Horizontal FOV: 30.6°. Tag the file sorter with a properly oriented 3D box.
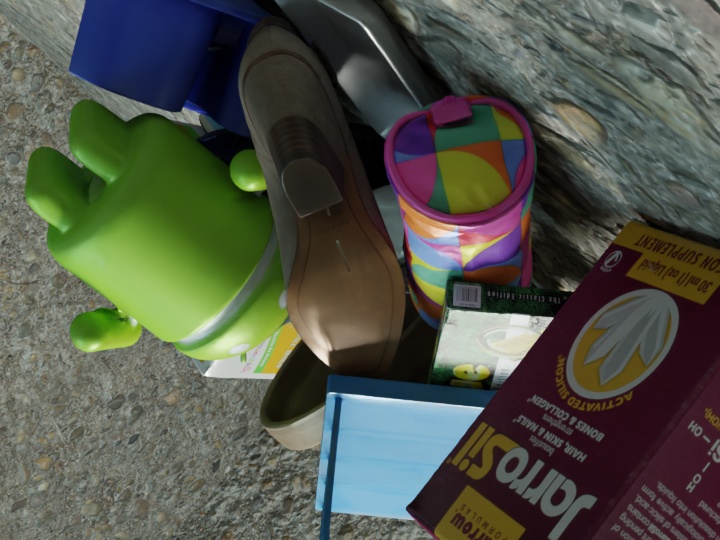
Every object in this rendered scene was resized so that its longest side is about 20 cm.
[{"bbox_3d":[0.039,0.170,0.846,0.138,0.123,0.200,5,149,-1],"label":"file sorter"}]

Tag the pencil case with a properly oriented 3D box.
[{"bbox_3d":[0.060,-0.027,0.762,0.088,0.088,0.200,38,167,16],"label":"pencil case"}]

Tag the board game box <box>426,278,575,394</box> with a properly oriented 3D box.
[{"bbox_3d":[0.093,0.069,0.810,0.104,0.024,0.200,7,149,2],"label":"board game box"}]

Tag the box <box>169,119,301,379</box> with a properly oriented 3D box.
[{"bbox_3d":[-0.110,-0.018,1.092,0.101,0.113,0.200,6,-142,-46],"label":"box"}]

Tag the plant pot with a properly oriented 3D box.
[{"bbox_3d":[0.028,0.070,0.961,0.093,0.201,0.201,46,174,-13],"label":"plant pot"}]

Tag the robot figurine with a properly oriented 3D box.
[{"bbox_3d":[-0.121,-0.021,0.857,0.200,0.175,0.116,40,-169,-27],"label":"robot figurine"}]

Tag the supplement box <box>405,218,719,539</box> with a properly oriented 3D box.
[{"bbox_3d":[0.140,0.090,0.660,0.103,0.200,0.131,41,173,-27],"label":"supplement box"}]

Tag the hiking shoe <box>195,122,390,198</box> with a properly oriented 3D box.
[{"bbox_3d":[-0.064,-0.082,0.975,0.199,0.076,0.101,-5,-154,-20],"label":"hiking shoe"}]

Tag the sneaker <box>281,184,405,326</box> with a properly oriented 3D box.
[{"bbox_3d":[0.000,0.000,0.934,0.075,0.199,0.089,40,-146,-63],"label":"sneaker"}]

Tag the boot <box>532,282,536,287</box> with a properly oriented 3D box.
[{"bbox_3d":[0.149,0.090,1.000,0.186,0.064,0.200,46,-167,-38],"label":"boot"}]

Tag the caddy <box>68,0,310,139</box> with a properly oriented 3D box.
[{"bbox_3d":[-0.114,-0.160,0.892,0.141,0.105,0.200,17,-174,-29],"label":"caddy"}]

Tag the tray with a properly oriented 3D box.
[{"bbox_3d":[0.013,-0.116,0.787,0.107,0.022,0.200,35,173,36],"label":"tray"}]

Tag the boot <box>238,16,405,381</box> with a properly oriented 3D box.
[{"bbox_3d":[-0.024,-0.050,0.793,0.147,0.070,0.201,-103,-1,-50],"label":"boot"}]

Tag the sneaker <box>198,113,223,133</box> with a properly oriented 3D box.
[{"bbox_3d":[-0.067,-0.123,1.087,0.078,0.090,0.200,7,-144,-40],"label":"sneaker"}]
